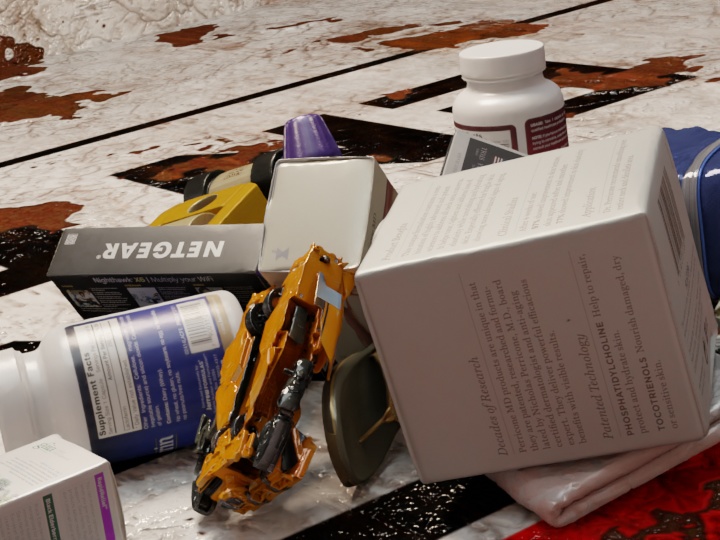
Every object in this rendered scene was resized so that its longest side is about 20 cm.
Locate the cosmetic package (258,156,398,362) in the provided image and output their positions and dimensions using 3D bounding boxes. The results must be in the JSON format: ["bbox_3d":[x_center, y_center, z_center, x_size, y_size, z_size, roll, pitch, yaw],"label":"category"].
[{"bbox_3d":[0.000,0.000,1.393,0.087,0.104,0.200,-2,-26,22],"label":"cosmetic package"}]

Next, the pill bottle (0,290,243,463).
[{"bbox_3d":[-0.185,0.090,1.350,0.200,0.116,0.116,-12,17,-12],"label":"pill bottle"}]

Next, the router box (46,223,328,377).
[{"bbox_3d":[-0.140,0.028,1.464,0.200,0.157,0.052,0,55,24],"label":"router box"}]

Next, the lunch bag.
[{"bbox_3d":[0.315,-0.054,1.540,0.132,0.136,0.200,3,19,31],"label":"lunch bag"}]

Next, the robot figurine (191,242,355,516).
[{"bbox_3d":[-0.062,0.085,1.240,0.145,0.058,0.200,-39,31,49],"label":"robot figurine"}]

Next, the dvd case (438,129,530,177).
[{"bbox_3d":[0.156,-0.038,1.381,0.200,0.025,0.150,20,33,-1],"label":"dvd case"}]

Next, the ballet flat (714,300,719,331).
[{"bbox_3d":[0.316,0.037,1.373,0.074,0.074,0.200,-8,14,2],"label":"ballet flat"}]

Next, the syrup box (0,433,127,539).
[{"bbox_3d":[-0.260,0.184,1.141,0.200,0.082,0.079,-20,22,-34],"label":"syrup box"}]

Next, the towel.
[{"bbox_3d":[0.167,0.099,1.240,0.191,0.032,0.200,-26,21,-14],"label":"towel"}]

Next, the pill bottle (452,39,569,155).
[{"bbox_3d":[0.153,-0.124,1.735,0.113,0.200,0.113,-7,17,2],"label":"pill bottle"}]

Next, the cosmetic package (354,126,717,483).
[{"bbox_3d":[0.126,0.022,1.189,0.200,0.167,0.167,-12,21,19],"label":"cosmetic package"}]

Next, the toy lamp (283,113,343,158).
[{"bbox_3d":[-0.028,-0.042,1.552,0.058,0.200,0.058,-15,-9,-3],"label":"toy lamp"}]

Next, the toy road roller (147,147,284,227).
[{"bbox_3d":[-0.109,-0.009,1.591,0.123,0.146,0.200,-15,22,38],"label":"toy road roller"}]

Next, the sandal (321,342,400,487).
[{"bbox_3d":[0.030,0.088,1.289,0.054,0.080,0.200,-15,14,34],"label":"sandal"}]
